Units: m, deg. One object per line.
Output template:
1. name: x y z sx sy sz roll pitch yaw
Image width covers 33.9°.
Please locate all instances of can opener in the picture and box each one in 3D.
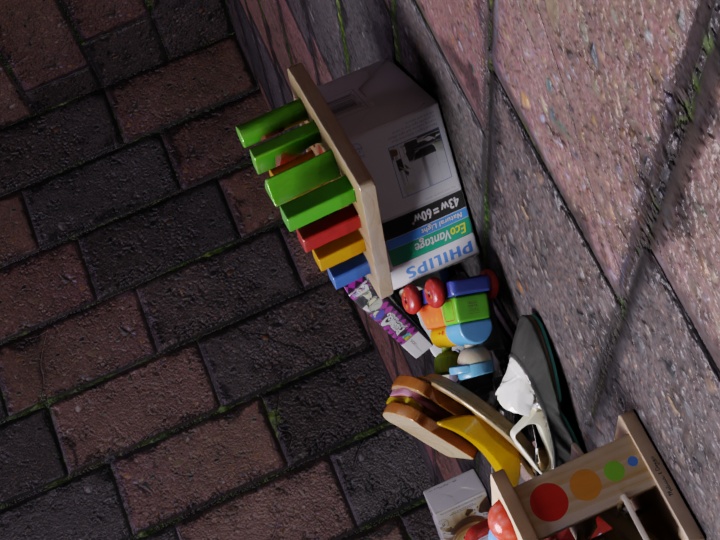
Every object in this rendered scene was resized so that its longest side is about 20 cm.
1. can opener: 0.163 0.093 1.384 0.053 0.065 0.202 82 174 -50

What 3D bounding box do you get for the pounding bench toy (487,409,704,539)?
1. pounding bench toy: 0.208 0.258 1.017 0.125 0.154 0.202 76 170 -60

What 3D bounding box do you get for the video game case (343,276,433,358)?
1. video game case: 0.000 0.000 1.514 0.181 0.036 0.201 44 -170 -48

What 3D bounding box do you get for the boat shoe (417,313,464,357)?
1. boat shoe: 0.101 0.036 1.673 0.064 0.070 0.203 31 -138 -75

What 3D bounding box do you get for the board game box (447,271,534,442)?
1. board game box: 0.169 0.109 1.513 0.201 0.028 0.137 -118 8 -54

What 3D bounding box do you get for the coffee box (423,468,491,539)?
1. coffee box: 0.209 0.507 2.322 0.080 0.111 0.202 -121 10 -60

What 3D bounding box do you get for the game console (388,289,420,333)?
1. game console: 0.046 -0.018 1.784 0.176 0.115 0.203 180 68 -84

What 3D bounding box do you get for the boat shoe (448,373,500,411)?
1. boat shoe: 0.145 0.167 1.491 0.201 0.071 0.069 97 152 -67

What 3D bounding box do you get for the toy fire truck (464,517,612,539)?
1. toy fire truck: 0.210 0.326 1.219 0.112 0.166 0.203 -135 23 -77

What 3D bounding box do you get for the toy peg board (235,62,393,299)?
1. toy peg board: -0.056 -0.082 1.318 0.201 0.097 0.201 79 165 -53

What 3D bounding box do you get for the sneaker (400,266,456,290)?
1. sneaker: 0.077 -0.033 1.603 0.111 0.076 0.203 50 -156 -65

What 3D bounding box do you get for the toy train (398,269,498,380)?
1. toy train: 0.096 0.070 1.387 0.200 0.083 0.118 159 103 -69

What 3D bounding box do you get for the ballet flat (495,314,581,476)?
1. ballet flat: 0.188 0.148 1.260 0.068 0.067 0.203 -144 32 -72

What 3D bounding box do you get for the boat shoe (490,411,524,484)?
1. boat shoe: 0.198 0.243 1.614 0.067 0.056 0.202 -118 7 -46

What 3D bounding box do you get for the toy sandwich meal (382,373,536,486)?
1. toy sandwich meal: 0.118 0.192 1.366 0.204 0.071 0.205 37 168 9

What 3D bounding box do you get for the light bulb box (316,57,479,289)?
1. light bulb box: 0.035 -0.119 1.422 0.199 0.123 0.203 -123 12 -61

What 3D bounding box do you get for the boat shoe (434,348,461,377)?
1. boat shoe: 0.142 0.163 1.635 0.072 0.062 0.200 57 -175 31
